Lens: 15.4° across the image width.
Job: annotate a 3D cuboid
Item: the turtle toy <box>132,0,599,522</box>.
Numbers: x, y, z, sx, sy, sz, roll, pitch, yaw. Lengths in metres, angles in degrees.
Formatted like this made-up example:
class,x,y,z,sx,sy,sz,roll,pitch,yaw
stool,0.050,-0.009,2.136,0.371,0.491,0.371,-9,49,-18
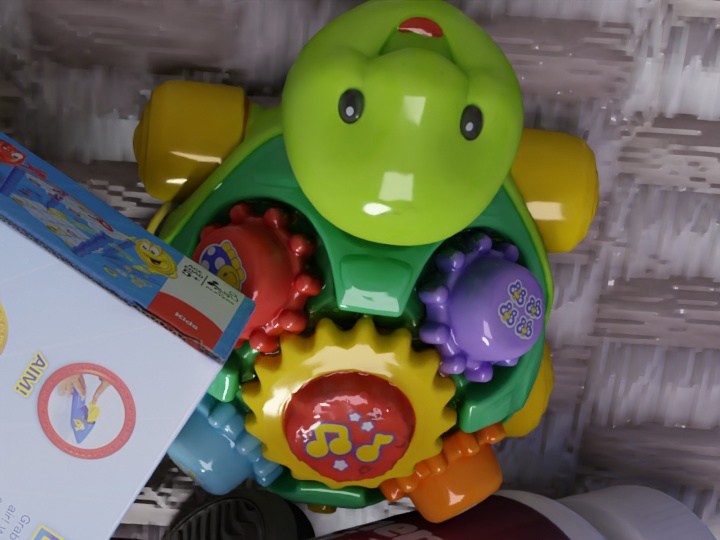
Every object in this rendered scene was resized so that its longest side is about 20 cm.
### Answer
class,x,y,z,sx,sy,sz,roll,pitch,yaw
turtle toy,0.000,0.000,0.794,0.145,0.101,0.201,7,128,-5

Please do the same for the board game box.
class,x,y,z,sx,sy,sz,roll,pitch,yaw
board game box,-0.164,0.040,0.748,0.195,0.056,0.200,34,108,-3

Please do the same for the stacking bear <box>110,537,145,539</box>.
class,x,y,z,sx,sy,sz,roll,pitch,yaw
stacking bear,-0.148,0.053,0.834,0.113,0.121,0.201,6,129,51

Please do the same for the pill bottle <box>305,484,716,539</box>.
class,x,y,z,sx,sy,sz,roll,pitch,yaw
pill bottle,0.024,0.130,0.840,0.199,0.110,0.110,-11,139,-40

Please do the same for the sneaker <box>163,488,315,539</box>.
class,x,y,z,sx,sy,sz,roll,pitch,yaw
sneaker,-0.032,0.156,0.945,0.106,0.075,0.201,11,130,-22
